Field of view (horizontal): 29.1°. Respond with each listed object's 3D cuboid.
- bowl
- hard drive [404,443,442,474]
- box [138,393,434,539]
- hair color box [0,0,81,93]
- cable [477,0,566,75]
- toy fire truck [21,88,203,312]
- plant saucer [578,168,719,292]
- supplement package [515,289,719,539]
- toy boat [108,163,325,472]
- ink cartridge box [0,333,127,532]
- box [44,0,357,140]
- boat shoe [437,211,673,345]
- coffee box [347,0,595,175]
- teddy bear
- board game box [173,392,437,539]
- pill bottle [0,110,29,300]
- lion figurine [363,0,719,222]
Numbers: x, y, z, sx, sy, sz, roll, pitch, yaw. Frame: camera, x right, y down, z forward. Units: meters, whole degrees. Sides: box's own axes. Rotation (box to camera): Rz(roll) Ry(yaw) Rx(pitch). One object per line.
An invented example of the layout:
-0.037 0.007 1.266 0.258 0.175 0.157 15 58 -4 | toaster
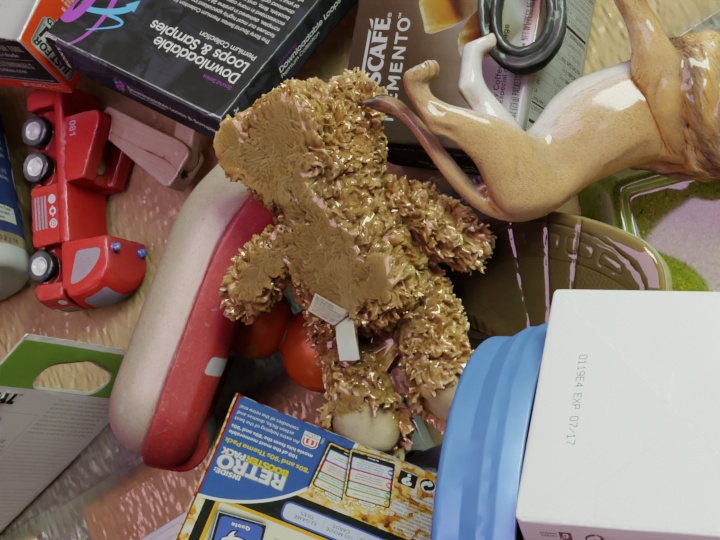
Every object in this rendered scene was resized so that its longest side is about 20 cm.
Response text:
0.075 0.125 0.632 0.039 0.200 0.202 0 83 20 | bowl
0.021 0.177 0.728 0.199 0.033 0.140 -21 70 -10 | hard drive
-0.048 0.136 0.820 0.199 0.039 0.042 -34 67 20 | box
-0.198 -0.218 0.903 0.101 0.061 0.201 10 67 31 | hair color box
0.079 -0.204 0.725 0.096 0.050 0.201 -19 86 4 | cable
-0.149 -0.080 0.900 0.140 0.049 0.202 -10 78 25 | toy fire truck
0.209 0.009 0.698 0.199 0.048 0.201 -14 76 25 | plant saucer
0.146 0.112 0.610 0.109 0.201 0.114 1 53 20 | supplement package
-0.057 0.029 0.811 0.130 0.131 0.201 21 94 -2 | toy boat
-0.240 0.088 0.868 0.200 0.148 0.076 -44 65 14 | ink cartridge box
-0.074 -0.177 0.834 0.142 0.036 0.200 27 67 27 | box
0.082 0.006 0.738 0.199 0.066 0.075 3 90 41 | boat shoe
0.067 -0.158 0.779 0.114 0.080 0.202 9 86 28 | coffee box
0.000 0.000 0.713 0.145 0.067 0.200 -42 80 24 | teddy bear
-0.024 0.167 0.638 0.151 0.201 0.046 22 134 0 | board game box
-0.295 -0.079 0.941 0.110 0.111 0.201 -22 73 23 | pill bottle
0.113 -0.070 0.670 0.199 0.072 0.123 -22 97 10 | lion figurine
